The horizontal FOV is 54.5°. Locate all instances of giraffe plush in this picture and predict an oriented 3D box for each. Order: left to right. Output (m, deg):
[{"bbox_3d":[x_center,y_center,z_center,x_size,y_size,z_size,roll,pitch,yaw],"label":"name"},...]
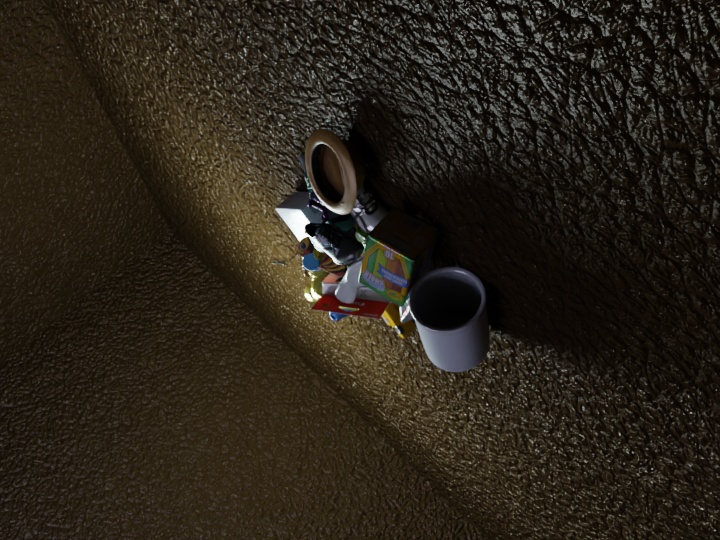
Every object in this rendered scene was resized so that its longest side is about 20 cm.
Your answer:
[{"bbox_3d":[-0.124,0.009,2.186,0.172,0.200,0.163,-8,100,33],"label":"giraffe plush"}]

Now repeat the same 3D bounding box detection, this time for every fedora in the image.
[{"bbox_3d":[-0.046,-0.230,1.583,0.200,0.082,0.202,34,138,37],"label":"fedora"}]

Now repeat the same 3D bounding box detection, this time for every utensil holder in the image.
[{"bbox_3d":[0.210,0.118,1.594,0.170,0.170,0.200,36,160,34],"label":"utensil holder"}]

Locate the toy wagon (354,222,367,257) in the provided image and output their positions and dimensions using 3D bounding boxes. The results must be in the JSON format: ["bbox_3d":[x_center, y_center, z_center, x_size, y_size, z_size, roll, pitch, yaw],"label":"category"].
[{"bbox_3d":[0.045,-0.034,1.751,0.200,0.040,0.155,49,161,0],"label":"toy wagon"}]

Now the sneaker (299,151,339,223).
[{"bbox_3d":[-0.113,-0.213,1.764,0.200,0.087,0.075,54,159,17],"label":"sneaker"}]

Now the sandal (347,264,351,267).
[{"bbox_3d":[-0.034,-0.016,1.984,0.054,0.082,0.200,-3,157,12],"label":"sandal"}]

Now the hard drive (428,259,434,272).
[{"bbox_3d":[0.102,-0.038,1.734,0.200,0.038,0.140,37,158,35],"label":"hard drive"}]

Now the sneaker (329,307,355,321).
[{"bbox_3d":[-0.035,0.096,1.994,0.076,0.105,0.200,66,-163,14],"label":"sneaker"}]

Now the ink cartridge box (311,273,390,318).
[{"bbox_3d":[-0.012,0.057,1.854,0.199,0.174,0.044,6,117,21],"label":"ink cartridge box"}]

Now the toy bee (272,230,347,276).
[{"bbox_3d":[-0.128,-0.052,1.883,0.199,0.110,0.131,10,-178,-10],"label":"toy bee"}]

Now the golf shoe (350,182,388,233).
[{"bbox_3d":[0.006,-0.157,1.656,0.200,0.078,0.095,38,159,28],"label":"golf shoe"}]

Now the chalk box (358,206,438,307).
[{"bbox_3d":[0.081,-0.015,1.579,0.124,0.124,0.201,28,138,17],"label":"chalk box"}]

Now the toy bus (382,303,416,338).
[{"bbox_3d":[0.082,0.097,2.005,0.201,0.065,0.078,56,161,-20],"label":"toy bus"}]

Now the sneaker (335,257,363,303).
[{"bbox_3d":[0.000,0.000,1.757,0.075,0.089,0.200,32,140,-11],"label":"sneaker"}]

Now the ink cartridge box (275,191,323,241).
[{"bbox_3d":[-0.132,-0.134,2.004,0.176,0.084,0.200,54,161,-22],"label":"ink cartridge box"}]

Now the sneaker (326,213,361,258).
[{"bbox_3d":[-0.025,-0.108,1.826,0.200,0.084,0.121,48,171,7],"label":"sneaker"}]

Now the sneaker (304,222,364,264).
[{"bbox_3d":[-0.072,-0.071,1.747,0.199,0.076,0.079,19,157,48],"label":"sneaker"}]

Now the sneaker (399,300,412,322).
[{"bbox_3d":[0.134,0.069,1.856,0.200,0.077,0.082,99,148,-61],"label":"sneaker"}]
